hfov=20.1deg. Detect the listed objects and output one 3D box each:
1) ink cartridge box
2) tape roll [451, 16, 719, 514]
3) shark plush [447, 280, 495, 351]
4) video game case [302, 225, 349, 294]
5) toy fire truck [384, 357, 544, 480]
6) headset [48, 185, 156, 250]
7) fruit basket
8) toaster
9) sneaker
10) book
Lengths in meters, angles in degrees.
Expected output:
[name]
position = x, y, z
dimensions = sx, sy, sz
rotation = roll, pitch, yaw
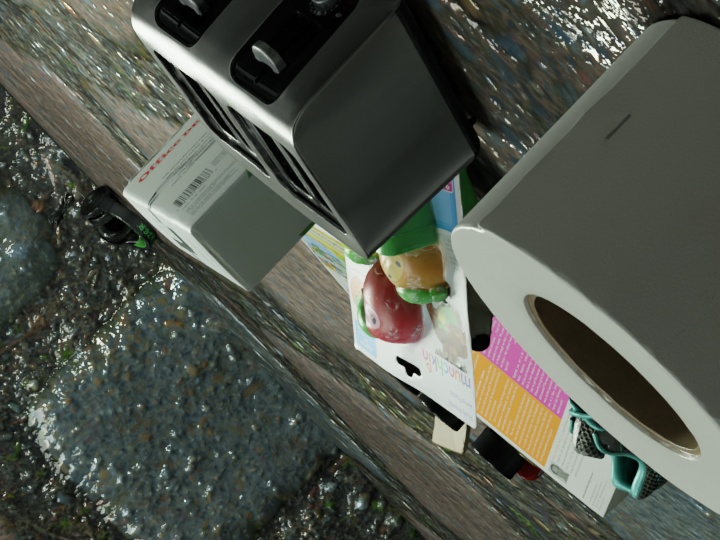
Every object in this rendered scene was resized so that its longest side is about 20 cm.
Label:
[ink cartridge box]
position = -0.108, -0.078, 1.786
dimensions = 0.083, 0.147, 0.200
rotation = 47, 172, -25
[tape roll]
position = 0.160, 0.002, 0.939
dimensions = 0.203, 0.139, 0.203
rotation = 44, 171, 9
[shark plush]
position = 0.088, 0.003, 1.540
dimensions = 0.083, 0.091, 0.200
rotation = 10, -170, -40
[video game case]
position = 0.000, 0.000, 2.063
dimensions = 0.182, 0.023, 0.200
rotation = 50, 171, -31
[toy fire truck]
position = 0.114, 0.124, 1.850
dimensions = 0.176, 0.129, 0.200
rotation = 41, -178, 20
[headset]
position = -0.440, -0.083, 3.467
dimensions = 0.200, 0.094, 0.124
rotation = 25, 162, 32
[fruit basket]
position = 0.023, -0.003, 1.474
dimensions = 0.185, 0.094, 0.200
rotation = 32, 128, 55
[toaster]
position = -0.031, -0.123, 1.307
dimensions = 0.181, 0.119, 0.200
rotation = 39, 170, 37
[sneaker]
position = 0.177, 0.087, 1.422
dimensions = 0.200, 0.091, 0.078
rotation = 50, 169, -30
[book]
position = 0.147, 0.097, 1.664
dimensions = 0.200, 0.048, 0.134
rotation = 42, 149, 21
